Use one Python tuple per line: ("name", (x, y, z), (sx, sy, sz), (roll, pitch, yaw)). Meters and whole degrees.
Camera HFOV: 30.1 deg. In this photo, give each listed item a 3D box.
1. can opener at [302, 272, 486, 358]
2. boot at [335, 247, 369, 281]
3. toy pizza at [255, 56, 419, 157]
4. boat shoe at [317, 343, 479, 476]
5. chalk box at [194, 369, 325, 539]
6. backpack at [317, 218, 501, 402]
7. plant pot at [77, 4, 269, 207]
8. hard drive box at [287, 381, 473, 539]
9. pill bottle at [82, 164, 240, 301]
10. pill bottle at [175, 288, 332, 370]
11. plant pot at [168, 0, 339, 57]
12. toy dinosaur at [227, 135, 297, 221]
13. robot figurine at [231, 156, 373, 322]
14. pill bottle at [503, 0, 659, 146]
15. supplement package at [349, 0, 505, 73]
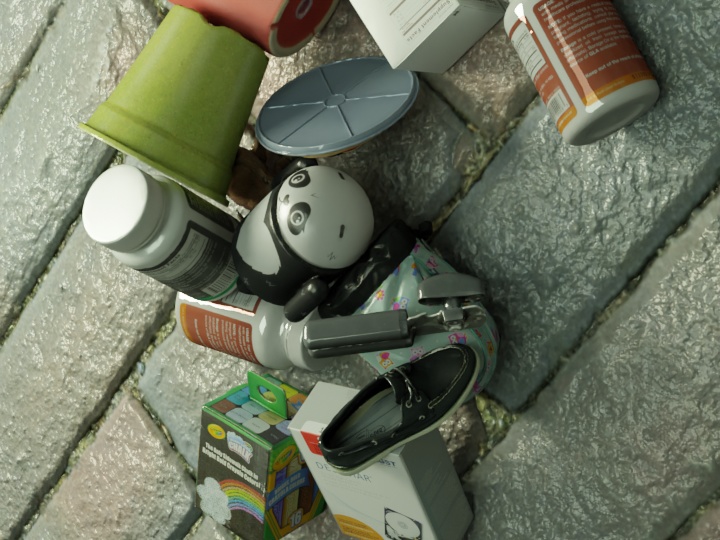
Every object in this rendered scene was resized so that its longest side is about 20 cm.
("can opener", (0.037, 0.047, 1.430), (0.198, 0.053, 0.067), (-7, 65, 7))
("boot", (0.000, 0.000, 1.607), (0.199, 0.075, 0.074), (17, 100, 31))
("toy pizza", (-0.026, -0.185, 1.555), (0.199, 0.200, 0.032), (9, 134, 35))
("boat shoe", (0.036, 0.138, 1.415), (0.199, 0.066, 0.075), (-34, 54, 8))
("chalk box", (-0.117, 0.215, 1.659), (0.124, 0.124, 0.202), (26, 121, 31))
("backpack", (0.063, 0.063, 1.510), (0.200, 0.127, 0.167), (43, 114, -4))
("plant pot", (-0.205, -0.203, 1.588), (0.199, 0.200, 0.185), (27, 90, 31))
("hard drive box", (0.026, 0.233, 1.545), (0.155, 0.077, 0.201), (9, 137, 34))
("pill bottle", (-0.225, -0.044, 1.568), (0.112, 0.200, 0.114), (-11, 66, 27))
("pill bottle", (-0.125, 0.059, 1.670), (0.199, 0.112, 0.113), (15, 104, 34))
("plant pot", (-0.125, -0.362, 1.600), (0.177, 0.200, 0.201), (39, 116, 15))
("toy dinosaur", (-0.146, -0.108, 1.700), (0.201, 0.085, 0.136), (54, 128, 25))
("robot figurine", (-0.071, -0.036, 1.517), (0.151, 0.125, 0.200), (53, 138, -1))
("pill bottle", (0.220, -0.242, 1.400), (0.112, 0.112, 0.201), (-34, 75, 33))
("supplement package", (0.051, -0.335, 1.511), (0.109, 0.113, 0.201), (-40, 71, 30))
